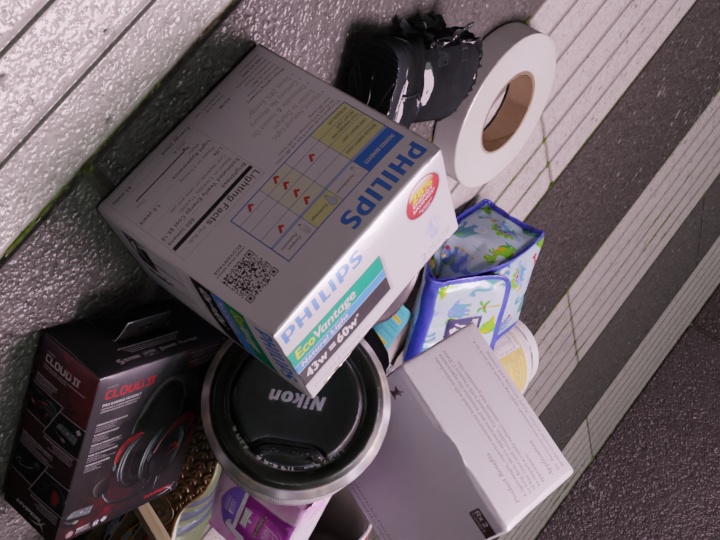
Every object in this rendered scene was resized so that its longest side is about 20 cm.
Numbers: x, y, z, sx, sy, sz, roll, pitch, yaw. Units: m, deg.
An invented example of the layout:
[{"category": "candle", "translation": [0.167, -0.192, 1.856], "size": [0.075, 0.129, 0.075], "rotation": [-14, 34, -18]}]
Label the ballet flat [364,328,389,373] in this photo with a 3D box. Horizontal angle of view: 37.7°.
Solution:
[{"category": "ballet flat", "translation": [-0.061, 0.104, 1.110], "size": [0.200, 0.073, 0.073], "rotation": [-18, 138, -26]}]

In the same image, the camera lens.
[{"category": "camera lens", "translation": [-0.061, 0.130, 0.957], "size": [0.160, 0.160, 0.200], "rotation": [-49, 174, -15]}]

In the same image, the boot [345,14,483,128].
[{"category": "boot", "translation": [0.042, -0.158, 1.054], "size": [0.162, 0.073, 0.198], "rotation": [-25, 140, -52]}]

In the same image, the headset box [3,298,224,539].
[{"category": "headset box", "translation": [-0.212, 0.120, 0.920], "size": [0.149, 0.075, 0.200], "rotation": [-16, 133, -54]}]

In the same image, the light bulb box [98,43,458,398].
[{"category": "light bulb box", "translation": [-0.061, -0.042, 0.852], "size": [0.198, 0.200, 0.125], "rotation": [-49, 152, -14]}]

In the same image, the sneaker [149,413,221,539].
[{"category": "sneaker", "translation": [-0.188, 0.237, 1.124], "size": [0.200, 0.067, 0.090], "rotation": [-67, 169, 8]}]

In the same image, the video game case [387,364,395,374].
[{"category": "video game case", "translation": [-0.019, 0.156, 1.246], "size": [0.143, 0.018, 0.200], "rotation": [-52, 151, -8]}]

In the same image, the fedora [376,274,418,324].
[{"category": "fedora", "translation": [0.000, 0.000, 1.132], "size": [0.200, 0.090, 0.177], "rotation": [-23, 139, -49]}]

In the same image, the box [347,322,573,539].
[{"category": "box", "translation": [0.086, 0.199, 1.158], "size": [0.131, 0.199, 0.200], "rotation": [-26, 169, -42]}]

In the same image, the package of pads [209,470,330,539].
[{"category": "package of pads", "translation": [-0.100, 0.248, 1.164], "size": [0.076, 0.120, 0.200], "rotation": [-41, 164, -38]}]

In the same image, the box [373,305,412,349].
[{"category": "box", "translation": [-0.023, 0.110, 1.267], "size": [0.200, 0.049, 0.082], "rotation": [-54, 154, -6]}]

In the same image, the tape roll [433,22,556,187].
[{"category": "tape roll", "translation": [0.162, -0.195, 1.252], "size": [0.203, 0.037, 0.203], "rotation": [-40, 150, -29]}]

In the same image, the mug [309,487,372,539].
[{"category": "mug", "translation": [-0.073, 0.366, 1.422], "size": [0.177, 0.133, 0.200], "rotation": [-8, 144, -10]}]

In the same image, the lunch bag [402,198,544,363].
[{"category": "lunch bag", "translation": [0.133, 0.031, 1.356], "size": [0.200, 0.127, 0.170], "rotation": [-33, 145, -40]}]

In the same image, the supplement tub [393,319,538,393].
[{"category": "supplement tub", "translation": [0.154, 0.143, 1.501], "size": [0.200, 0.145, 0.145], "rotation": [-21, 137, -51]}]

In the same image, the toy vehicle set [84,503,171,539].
[{"category": "toy vehicle set", "translation": [-0.259, 0.323, 1.021], "size": [0.027, 0.124, 0.200], "rotation": [36, 87, -34]}]
